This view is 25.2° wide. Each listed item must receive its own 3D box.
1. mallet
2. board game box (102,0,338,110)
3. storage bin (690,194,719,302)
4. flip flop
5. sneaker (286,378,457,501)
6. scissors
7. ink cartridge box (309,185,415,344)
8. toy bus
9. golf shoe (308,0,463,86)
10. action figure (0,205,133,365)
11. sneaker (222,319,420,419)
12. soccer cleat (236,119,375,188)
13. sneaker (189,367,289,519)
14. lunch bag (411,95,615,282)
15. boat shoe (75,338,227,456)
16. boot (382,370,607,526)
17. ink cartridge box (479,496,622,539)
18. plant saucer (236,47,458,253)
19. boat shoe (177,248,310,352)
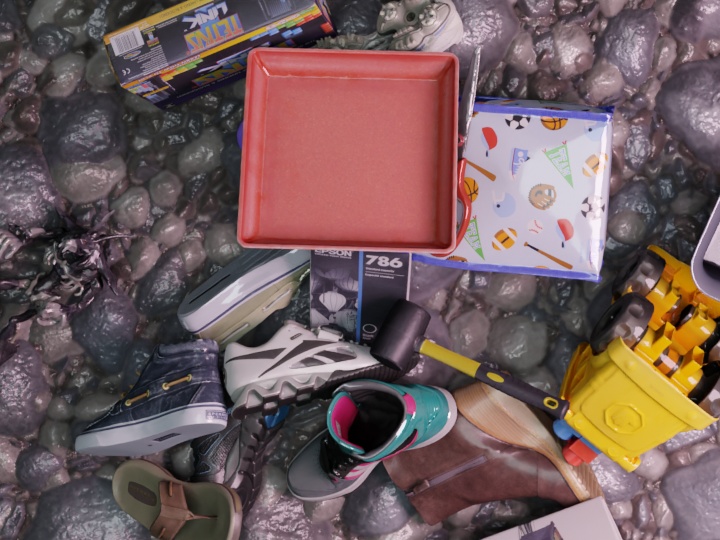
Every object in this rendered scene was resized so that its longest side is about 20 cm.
[{"bbox_3d":[0.110,0.084,1.541,0.199,0.041,0.066,17,75,17],"label":"mallet"},{"bbox_3d":[-0.130,-0.225,1.558,0.200,0.165,0.057,-22,84,6],"label":"board game box"},{"bbox_3d":[0.421,-0.021,1.564,0.200,0.134,0.146,23,97,0],"label":"storage bin"},{"bbox_3d":[-0.192,0.238,1.619,0.200,0.057,0.081,18,97,41],"label":"flip flop"},{"bbox_3d":[-0.012,0.169,1.600,0.200,0.121,0.084,-32,65,19],"label":"sneaker"},{"bbox_3d":[0.097,-0.109,1.529,0.073,0.014,0.200,34,110,24],"label":"scissors"},{"bbox_3d":[0.000,0.000,1.578,0.099,0.039,0.200,6,141,4],"label":"ink cartridge box"},{"bbox_3d":[0.264,0.101,1.583,0.136,0.200,0.192,38,126,-6],"label":"toy bus"},{"bbox_3d":[0.015,-0.200,1.593,0.200,0.097,0.078,-28,65,19],"label":"golf shoe"},{"bbox_3d":[-0.326,0.013,1.633,0.200,0.102,0.119,-40,81,8],"label":"action figure"},{"bbox_3d":[-0.040,0.083,1.608,0.199,0.074,0.089,-9,65,-16],"label":"sneaker"},{"bbox_3d":[-0.048,-0.114,1.587,0.200,0.073,0.068,24,101,26],"label":"soccer cleat"},{"bbox_3d":[-0.143,0.196,1.667,0.082,0.073,0.200,27,96,23],"label":"sneaker"},{"bbox_3d":[0.143,-0.085,1.578,0.199,0.124,0.171,3,99,9],"label":"lunch bag"},{"bbox_3d":[-0.212,0.132,1.640,0.200,0.071,0.091,-18,67,35],"label":"boat shoe"},{"bbox_3d":[0.138,0.215,1.654,0.166,0.072,0.200,-38,94,19],"label":"boot"},{"bbox_3d":[0.178,0.329,1.614,0.200,0.084,0.145,-21,130,5],"label":"ink cartridge box"},{"bbox_3d":[-0.010,-0.108,1.503,0.199,0.037,0.200,1,72,2],"label":"plant saucer"},{"bbox_3d":[-0.092,0.008,1.642,0.200,0.072,0.062,-33,118,10],"label":"boat shoe"}]
